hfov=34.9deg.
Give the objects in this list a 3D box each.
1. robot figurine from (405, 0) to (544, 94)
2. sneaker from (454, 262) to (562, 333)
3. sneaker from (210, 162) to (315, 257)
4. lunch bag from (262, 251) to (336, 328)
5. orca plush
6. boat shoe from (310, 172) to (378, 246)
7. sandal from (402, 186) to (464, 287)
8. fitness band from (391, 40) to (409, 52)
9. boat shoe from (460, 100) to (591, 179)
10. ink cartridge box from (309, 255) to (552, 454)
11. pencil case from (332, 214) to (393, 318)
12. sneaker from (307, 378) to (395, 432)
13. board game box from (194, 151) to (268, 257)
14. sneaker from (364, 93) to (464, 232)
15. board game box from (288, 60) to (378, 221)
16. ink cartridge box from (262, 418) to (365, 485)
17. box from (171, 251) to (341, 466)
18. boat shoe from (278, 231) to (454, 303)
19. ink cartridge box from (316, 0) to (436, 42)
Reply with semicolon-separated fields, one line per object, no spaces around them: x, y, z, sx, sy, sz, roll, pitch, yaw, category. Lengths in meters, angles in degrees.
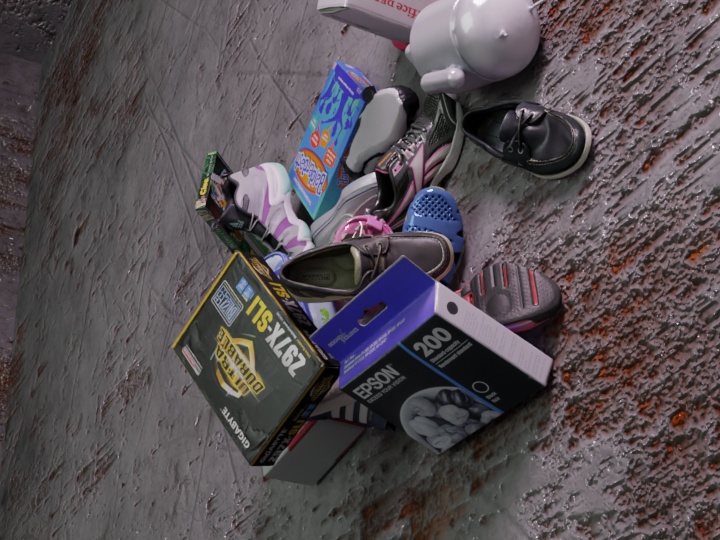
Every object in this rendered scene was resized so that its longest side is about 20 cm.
0.134;-0.274;1.345;0.171;0.113;0.199;-57;22;-18;robot figurine
0.135;0.051;1.240;0.198;0.087;0.075;-16;56;32;sneaker
-0.156;-0.063;1.709;0.202;0.138;0.078;66;147;22;sneaker
-0.122;0.081;1.438;0.199;0.082;0.162;-33;62;31;lunch bag
0.043;-0.183;1.536;0.106;0.070;0.201;60;148;29;orca plush
-0.001;-0.067;1.560;0.200;0.073;0.068;-41;61;56;boat shoe
0.077;0.002;1.333;0.087;0.078;0.203;12;-95;-83;sandal
0.101;-0.378;1.543;0.200;0.037;0.146;-36;49;52;fitness band
0.175;-0.152;1.260;0.199;0.065;0.075;38;110;60;boat shoe
0.065;0.096;1.208;0.198;0.199;0.044;-42;18;46;ink cartridge box
0.000;0.000;1.416;0.200;0.085;0.084;104;148;-72;pencil case
0.003;0.163;1.377;0.199;0.085;0.075;-21;24;39;sneaker
-0.194;-0.083;1.784;0.023;0.200;0.106;-9;54;20;board game box
0.064;-0.134;1.435;0.080;0.085;0.203;19;93;60;sneaker
-0.036;-0.189;1.691;0.202;0.045;0.152;-66;29;19;board game box
-0.076;0.164;1.553;0.145;0.083;0.202;-51;37;36;ink cartridge box
-0.124;0.103;1.353;0.160;0.049;0.200;-52;56;19;box
0.004;-0.002;1.275;0.198;0.066;0.073;-9;84;14;boat shoe
0.039;-0.413;1.480;0.085;0.144;0.203;16;94;59;ink cartridge box
